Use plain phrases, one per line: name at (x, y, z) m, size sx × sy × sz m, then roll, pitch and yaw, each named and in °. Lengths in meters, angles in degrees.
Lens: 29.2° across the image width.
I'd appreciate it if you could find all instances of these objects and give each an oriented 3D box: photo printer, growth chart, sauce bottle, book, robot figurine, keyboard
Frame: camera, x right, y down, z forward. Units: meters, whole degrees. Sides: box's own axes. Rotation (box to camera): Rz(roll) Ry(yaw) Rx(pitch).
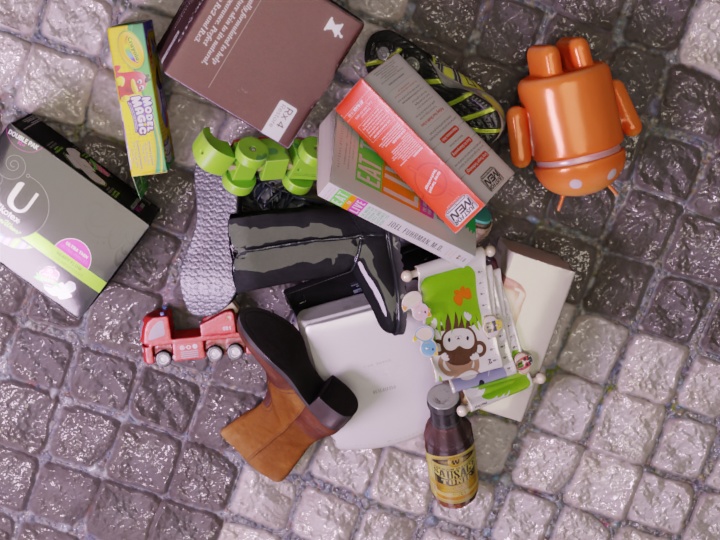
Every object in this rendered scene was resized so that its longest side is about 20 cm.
photo printer at (0.022, 0.127, 1.729) m, size 0.166 × 0.069 × 0.201 m, roll -14°, pitch 111°, yaw -2°
growth chart at (0.130, 0.071, 1.634) m, size 0.144 × 0.018 × 0.201 m, roll -25°, pitch 102°, yaw -21°
sauce bottle at (0.110, 0.218, 1.719) m, size 0.066 × 0.066 × 0.200 m, roll -13°, pitch 136°, yaw 0°
book at (0.043, -0.095, 1.604) m, size 0.199 × 0.134 × 0.048 m, roll 25°, pitch 131°, yaw -22°
robot figurine at (0.256, -0.177, 1.663) m, size 0.116 × 0.144 × 0.201 m, roll -3°, pitch 105°, yaw 38°
keyboard at (0.000, 0.000, 1.709) m, size 0.199 × 0.021 × 0.127 m, roll -20°, pitch 139°, yaw 2°

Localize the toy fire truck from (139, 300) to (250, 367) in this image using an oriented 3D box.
toy fire truck at (-0.180, 0.039, 1.723) m, size 0.199 × 0.049 × 0.142 m, roll -5°, pitch 102°, yaw -1°

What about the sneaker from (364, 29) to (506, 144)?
sneaker at (0.089, -0.218, 1.674) m, size 0.200 × 0.076 × 0.076 m, roll 40°, pitch 111°, yaw 9°

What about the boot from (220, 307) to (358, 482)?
boot at (-0.117, 0.155, 1.717) m, size 0.188 × 0.069 × 0.200 m, roll 40°, pitch 135°, yaw -7°

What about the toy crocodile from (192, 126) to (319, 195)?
toy crocodile at (-0.100, -0.132, 1.623) m, size 0.199 × 0.062 × 0.068 m, roll -1°, pitch 145°, yaw -26°

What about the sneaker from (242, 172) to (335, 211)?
sneaker at (-0.093, -0.089, 1.683) m, size 0.199 × 0.081 × 0.074 m, roll 20°, pitch 100°, yaw -6°

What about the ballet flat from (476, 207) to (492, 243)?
ballet flat at (0.064, -0.078, 1.704) m, size 0.199 × 0.068 × 0.067 m, roll 27°, pitch 127°, yaw -6°

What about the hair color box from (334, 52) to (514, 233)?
hair color box at (0.076, -0.149, 1.597) m, size 0.200 × 0.102 × 0.061 m, roll 46°, pitch 128°, yaw 1°

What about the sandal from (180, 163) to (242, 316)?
sandal at (-0.169, -0.043, 1.668) m, size 0.076 × 0.043 × 0.201 m, roll 10°, pitch 97°, yaw 10°

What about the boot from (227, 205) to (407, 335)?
boot at (-0.052, 0.004, 1.623) m, size 0.199 × 0.066 × 0.166 m, roll -6°, pitch 86°, yaw -10°

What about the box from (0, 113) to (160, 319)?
box at (-0.366, -0.066, 1.655) m, size 0.200 × 0.124 × 0.149 m, roll 36°, pitch 99°, yaw -8°

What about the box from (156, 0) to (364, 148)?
box at (-0.119, -0.266, 1.575) m, size 0.164 × 0.200 × 0.166 m, roll 30°, pitch 99°, yaw -17°

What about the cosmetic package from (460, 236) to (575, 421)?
cosmetic package at (0.187, 0.072, 1.720) m, size 0.087 × 0.103 × 0.201 m, roll 18°, pitch 99°, yaw -7°

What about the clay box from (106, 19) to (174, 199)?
clay box at (-0.256, -0.192, 1.637) m, size 0.047 × 0.115 × 0.201 m, roll -9°, pitch 103°, yaw -1°
